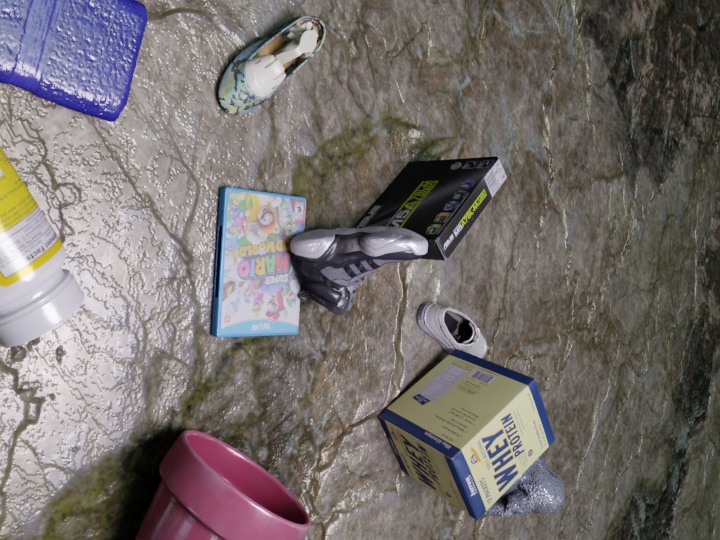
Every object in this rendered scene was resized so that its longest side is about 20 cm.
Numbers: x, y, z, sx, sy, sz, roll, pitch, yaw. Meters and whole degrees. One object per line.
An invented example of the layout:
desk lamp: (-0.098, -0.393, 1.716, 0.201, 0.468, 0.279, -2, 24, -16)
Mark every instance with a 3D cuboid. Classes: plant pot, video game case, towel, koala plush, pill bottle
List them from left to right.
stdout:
pill bottle: (-0.371, -0.032, 0.692, 0.114, 0.113, 0.202, -41, 120, -34)
towel: (-0.341, -0.262, 0.754, 0.199, 0.049, 0.150, 16, 89, -44)
plant pot: (-0.190, 0.328, 0.856, 0.200, 0.199, 0.180, 41, 81, -37)
video game case: (-0.141, -0.009, 0.982, 0.142, 0.018, 0.203, 3, 91, -45)
koala plush: (0.301, 0.359, 1.349, 0.176, 0.182, 0.203, 1, 81, -44)

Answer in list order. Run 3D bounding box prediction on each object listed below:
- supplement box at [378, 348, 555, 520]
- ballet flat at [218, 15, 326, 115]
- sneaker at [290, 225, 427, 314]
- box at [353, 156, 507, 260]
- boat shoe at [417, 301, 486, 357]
supplement box: (0.177, 0.265, 1.167, 0.199, 0.199, 0.135, -36, 117, -24)
ballet flat: (-0.116, -0.289, 0.951, 0.201, 0.074, 0.075, -54, 126, -26)
sneaker: (0.000, 0.000, 0.998, 0.076, 0.197, 0.115, -65, 153, -70)
box: (0.104, -0.101, 1.093, 0.200, 0.192, 0.048, -50, 127, -28)
boat shoe: (0.186, 0.115, 1.275, 0.200, 0.065, 0.073, 41, 66, -38)
